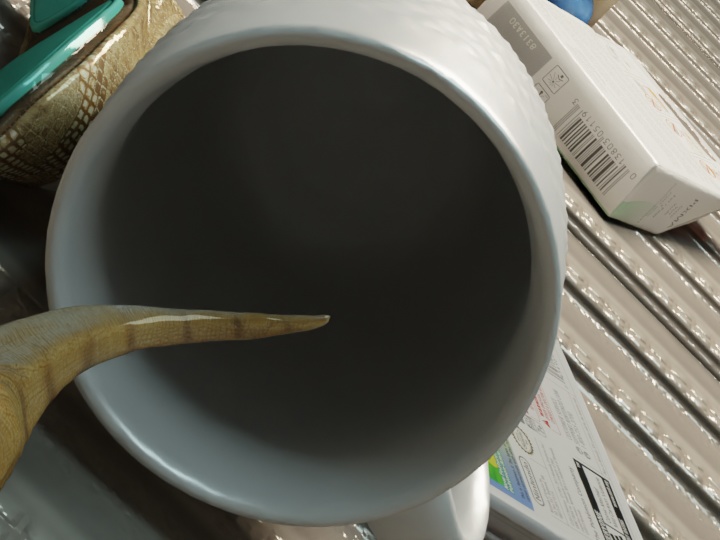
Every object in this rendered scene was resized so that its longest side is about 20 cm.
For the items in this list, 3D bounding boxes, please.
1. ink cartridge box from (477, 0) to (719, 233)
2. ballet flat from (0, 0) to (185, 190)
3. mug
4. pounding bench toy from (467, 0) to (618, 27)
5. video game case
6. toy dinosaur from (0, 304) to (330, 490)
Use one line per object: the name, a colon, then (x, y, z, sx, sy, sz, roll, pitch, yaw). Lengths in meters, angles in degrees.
ink cartridge box: (0.164, -0.092, 1.393, 0.161, 0.050, 0.200, 55, 17, 24)
ballet flat: (-0.090, -0.065, 0.766, 0.065, 0.070, 0.200, 55, 19, -19)
mug: (0.000, 0.000, 0.700, 0.175, 0.147, 0.201, -73, 145, -70)
pounding bench toy: (0.138, -0.266, 1.445, 0.124, 0.200, 0.156, 25, 27, -46)
video game case: (0.032, 0.035, 0.884, 0.182, 0.022, 0.201, 34, 23, -33)
toy dinosaur: (-0.102, 0.034, 0.546, 0.106, 0.060, 0.200, 49, 39, -6)
